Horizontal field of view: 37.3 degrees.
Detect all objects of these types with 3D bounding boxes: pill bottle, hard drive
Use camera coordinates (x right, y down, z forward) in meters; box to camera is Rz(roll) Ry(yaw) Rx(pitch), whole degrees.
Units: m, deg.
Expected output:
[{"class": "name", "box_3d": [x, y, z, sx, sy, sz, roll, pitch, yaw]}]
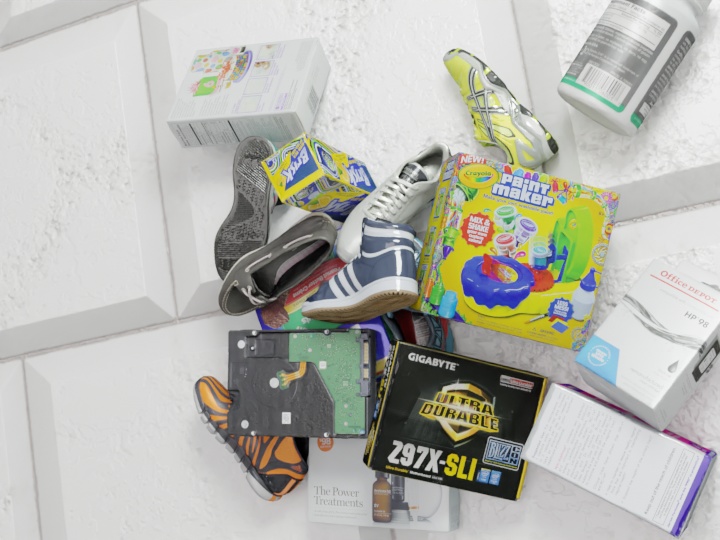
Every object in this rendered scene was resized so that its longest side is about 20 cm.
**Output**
[{"class": "pill bottle", "box_3d": [0.336, -0.274, 1.294, 0.113, 0.113, 0.201, 35, 97, 21]}, {"class": "hard drive", "box_3d": [-0.077, 0.145, 1.376, 0.199, 0.038, 0.141, -3, 84, 22]}]

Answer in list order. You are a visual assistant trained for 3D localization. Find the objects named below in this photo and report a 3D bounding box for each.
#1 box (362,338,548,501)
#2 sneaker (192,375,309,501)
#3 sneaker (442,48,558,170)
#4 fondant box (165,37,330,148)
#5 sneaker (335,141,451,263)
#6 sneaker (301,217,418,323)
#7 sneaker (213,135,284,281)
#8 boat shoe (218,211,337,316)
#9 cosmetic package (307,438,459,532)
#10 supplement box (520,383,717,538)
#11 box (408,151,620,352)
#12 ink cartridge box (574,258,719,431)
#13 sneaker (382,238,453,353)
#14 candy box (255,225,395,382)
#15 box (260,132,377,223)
[{"class": "box", "box_3d": [0.116, 0.184, 1.318, 0.199, 0.049, 0.161, 15, 90, -11]}, {"class": "sneaker", "box_3d": [-0.136, 0.205, 1.453, 0.112, 0.078, 0.200, -42, 82, 23]}, {"class": "sneaker", "box_3d": [0.166, -0.207, 1.378, 0.076, 0.075, 0.200, -43, 70, 12]}, {"class": "fondant box", "box_3d": [-0.155, -0.247, 1.488, 0.199, 0.058, 0.145, 0, 53, 21]}, {"class": "sneaker", "box_3d": [0.041, -0.089, 1.375, 0.076, 0.081, 0.200, 41, 73, 11]}, {"class": "sneaker", "box_3d": [0.000, 0.000, 1.325, 0.200, 0.070, 0.109, -18, 65, 48]}, {"class": "sneaker", "box_3d": [-0.145, -0.082, 1.467, 0.083, 0.121, 0.201, 14, 96, 10]}, {"class": "boat shoe", "box_3d": [-0.111, 0.001, 1.382, 0.200, 0.067, 0.057, -39, 30, 17]}, {"class": "cosmetic package", "box_3d": [0.030, 0.258, 1.399, 0.199, 0.052, 0.152, -2, 81, 22]}, {"class": "supplement box", "box_3d": [0.306, 0.220, 1.263, 0.199, 0.101, 0.104, 23, 93, 22]}, {"class": "box", "box_3d": [0.181, -0.022, 1.288, 0.199, 0.122, 0.194, 13, 89, -5]}, {"class": "ink cartridge box", "box_3d": [0.355, 0.068, 1.232, 0.116, 0.067, 0.200, 33, 78, 38]}, {"class": "sneaker", "box_3d": [0.065, 0.034, 1.382, 0.079, 0.095, 0.201, -24, 76, 18]}, {"class": "candy box", "box_3d": [-0.044, 0.068, 1.433, 0.168, 0.077, 0.201, -26, 76, 18]}, {"class": "box", "box_3d": [-0.044, -0.115, 1.385, 0.070, 0.200, 0.065, -31, 74, 17]}]
